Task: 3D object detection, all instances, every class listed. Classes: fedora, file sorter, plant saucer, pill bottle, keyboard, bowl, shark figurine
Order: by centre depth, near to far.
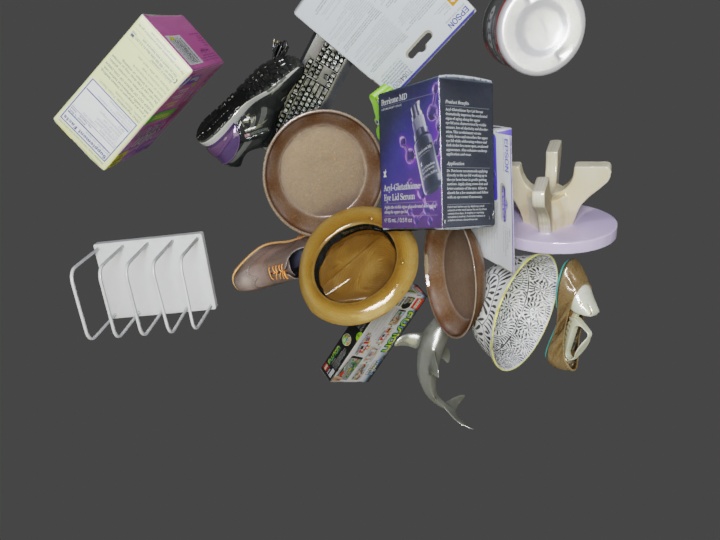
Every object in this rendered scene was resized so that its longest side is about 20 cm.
[{"bbox_3d":[0.229,-0.338,0.894,0.110,0.201,0.117,1,112,2],"label":"pill bottle"},{"bbox_3d":[0.000,0.000,1.023,0.195,0.082,0.206,-5,69,12],"label":"fedora"},{"bbox_3d":[-0.108,-0.281,1.025,0.125,0.021,0.203,28,108,-8],"label":"keyboard"},{"bbox_3d":[0.154,0.004,1.035,0.036,0.201,0.206,-7,112,-16],"label":"plant saucer"},{"bbox_3d":[-0.059,-0.156,1.040,0.195,0.037,0.206,-3,110,-9],"label":"plant saucer"},{"bbox_3d":[0.239,0.054,1.076,0.093,0.198,0.206,23,117,38],"label":"bowl"},{"bbox_3d":[-0.362,0.030,1.094,0.194,0.125,0.142,-6,111,4],"label":"file sorter"},{"bbox_3d":[0.135,0.183,1.140,0.125,0.090,0.220,-11,106,-10],"label":"shark figurine"}]

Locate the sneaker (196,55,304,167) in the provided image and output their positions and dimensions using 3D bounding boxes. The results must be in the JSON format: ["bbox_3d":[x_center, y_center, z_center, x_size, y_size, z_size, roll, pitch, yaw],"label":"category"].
[{"bbox_3d":[-0.156,-0.245,1.006,0.198,0.076,0.088,-38,133,9],"label":"sneaker"}]

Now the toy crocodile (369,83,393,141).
[{"bbox_3d":[0.071,-0.196,1.022,0.068,0.061,0.202,-45,116,-26],"label":"toy crocodile"}]

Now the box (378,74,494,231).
[{"bbox_3d":[0.107,-0.161,0.923,0.102,0.147,0.206,-6,95,-33],"label":"box"}]

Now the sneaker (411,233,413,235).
[{"bbox_3d":[0.001,-0.010,1.096,0.200,0.070,0.082,-44,92,9],"label":"sneaker"}]

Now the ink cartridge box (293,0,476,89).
[{"bbox_3d":[0.034,-0.378,0.922,0.198,0.041,0.199,36,136,-19],"label":"ink cartridge box"}]

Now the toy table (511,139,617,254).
[{"bbox_3d":[0.294,-0.111,0.999,0.194,0.185,0.120,-2,123,15],"label":"toy table"}]

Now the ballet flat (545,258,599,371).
[{"bbox_3d":[0.368,0.084,1.108,0.066,0.072,0.205,-8,114,-33],"label":"ballet flat"}]

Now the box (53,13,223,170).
[{"bbox_3d":[-0.319,-0.267,0.954,0.199,0.177,0.097,-41,104,15],"label":"box"}]

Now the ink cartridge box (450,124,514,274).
[{"bbox_3d":[0.191,-0.119,0.980,0.042,0.200,0.203,-12,112,-17],"label":"ink cartridge box"}]

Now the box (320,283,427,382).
[{"bbox_3d":[0.024,0.108,1.121,0.109,0.035,0.202,11,118,-50],"label":"box"}]

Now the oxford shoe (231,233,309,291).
[{"bbox_3d":[-0.136,-0.011,1.096,0.196,0.073,0.072,-25,108,11],"label":"oxford shoe"}]
